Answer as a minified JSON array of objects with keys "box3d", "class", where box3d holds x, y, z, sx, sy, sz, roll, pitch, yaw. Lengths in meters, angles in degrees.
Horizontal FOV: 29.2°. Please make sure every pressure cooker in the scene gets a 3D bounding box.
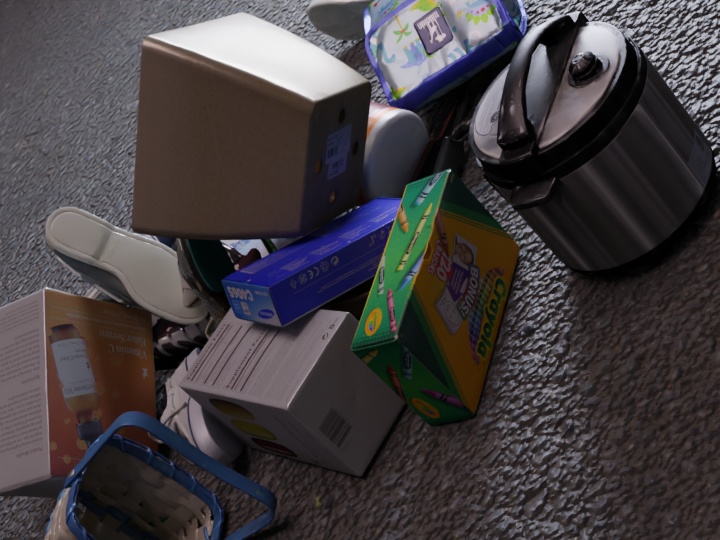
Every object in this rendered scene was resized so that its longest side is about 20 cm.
[{"box3d":[0.193,-0.118,1.202,0.178,0.200,0.176,-41,31,8],"class":"pressure cooker"}]

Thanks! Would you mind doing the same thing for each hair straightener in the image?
[{"box3d":[0.117,-0.146,1.501,0.077,0.041,0.201,-9,42,45],"class":"hair straightener"}]

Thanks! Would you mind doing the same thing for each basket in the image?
[{"box3d":[-0.200,0.224,1.302,0.200,0.176,0.140,-37,25,35],"class":"basket"}]

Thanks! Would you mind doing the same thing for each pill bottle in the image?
[{"box3d":[-0.032,-0.139,1.535,0.199,0.114,0.115,17,65,35],"class":"pill bottle"}]

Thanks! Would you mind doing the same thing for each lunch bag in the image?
[{"box3d":[0.097,-0.271,1.575,0.169,0.127,0.201,-33,33,20],"class":"lunch bag"}]

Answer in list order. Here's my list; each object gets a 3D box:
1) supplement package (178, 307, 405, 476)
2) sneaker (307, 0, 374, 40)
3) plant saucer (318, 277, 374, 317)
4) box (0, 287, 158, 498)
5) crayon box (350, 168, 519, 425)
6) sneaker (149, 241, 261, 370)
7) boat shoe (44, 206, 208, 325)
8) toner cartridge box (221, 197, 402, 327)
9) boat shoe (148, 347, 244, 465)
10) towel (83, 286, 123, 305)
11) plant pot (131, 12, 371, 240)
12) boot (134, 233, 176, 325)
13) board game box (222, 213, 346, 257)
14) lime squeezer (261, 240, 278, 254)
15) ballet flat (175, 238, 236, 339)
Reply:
[{"box3d":[-0.063,0.109,1.332,0.199,0.114,0.110,3,54,54],"class":"supplement package"},{"box3d":[0.020,-0.368,1.847,0.199,0.075,0.085,-4,50,36],"class":"sneaker"},{"box3d":[0.000,0.000,1.408,0.198,0.030,0.200,-20,20,7],"class":"plant saucer"},{"box3d":[-0.309,0.139,1.492,0.106,0.152,0.202,-20,68,36],"class":"box"},{"box3d":[0.072,0.023,1.263,0.058,0.119,0.201,-17,41,39],"class":"crayon box"},{"box3d":[-0.183,0.034,1.576,0.199,0.076,0.117,-22,65,19],"class":"sneaker"},{"box3d":[-0.255,0.000,1.519,0.073,0.199,0.062,-62,5,-25],"class":"boat shoe"},{"box3d":[-0.026,-0.011,1.338,0.199,0.044,0.095,-29,18,-28],"class":"toner cartridge box"},{"box3d":[-0.182,0.159,1.457,0.086,0.075,0.202,-40,28,7],"class":"boat shoe"},{"box3d":[-0.262,-0.023,1.726,0.193,0.035,0.200,-46,-2,0],"class":"towel"},{"box3d":[-0.099,-0.133,1.401,0.176,0.202,0.200,17,23,22],"class":"plant pot"},{"box3d":[-0.215,0.002,1.629,0.090,0.201,0.073,-35,69,-23],"class":"boot"},{"box3d":[-0.101,-0.064,1.655,0.199,0.043,0.200,-27,35,28],"class":"board game box"},{"box3d":[-0.082,0.011,1.501,0.037,0.071,0.201,-25,36,7],"class":"lime squeezer"},{"box3d":[-0.152,0.035,1.473,0.072,0.201,0.072,-35,-5,-3],"class":"ballet flat"}]
